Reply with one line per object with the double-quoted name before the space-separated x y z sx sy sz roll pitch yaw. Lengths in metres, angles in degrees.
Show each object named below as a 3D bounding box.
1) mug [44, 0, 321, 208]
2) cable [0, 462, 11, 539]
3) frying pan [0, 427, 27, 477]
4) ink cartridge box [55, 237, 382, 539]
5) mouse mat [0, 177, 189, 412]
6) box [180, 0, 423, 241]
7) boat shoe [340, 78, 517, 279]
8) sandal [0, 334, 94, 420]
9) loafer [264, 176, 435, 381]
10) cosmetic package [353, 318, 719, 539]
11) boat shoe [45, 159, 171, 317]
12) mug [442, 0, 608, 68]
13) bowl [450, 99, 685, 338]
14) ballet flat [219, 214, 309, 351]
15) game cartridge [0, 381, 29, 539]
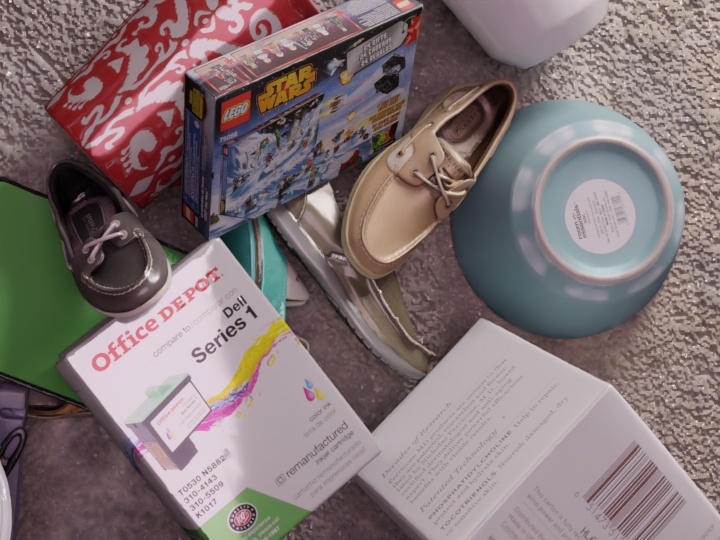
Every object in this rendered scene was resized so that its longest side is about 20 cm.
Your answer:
"mug" -0.120 -0.139 1.120 0.200 0.133 0.178 -44 93 -4
"cable" -0.335 0.185 1.006 0.199 0.069 0.201 -27 59 4
"frying pan" -0.294 0.217 1.089 0.190 0.031 0.115 -36 103 5
"ink cartridge box" -0.105 0.098 1.065 0.145 0.084 0.200 -39 95 -15
"mouse mat" -0.222 0.024 1.123 0.199 0.008 0.162 22 58 -6
"box" -0.044 -0.120 1.094 0.199 0.137 0.040 -29 56 -32
"boat shoe" 0.055 -0.079 1.142 0.071 0.064 0.201 43 63 -19
"sandal" -0.231 0.078 1.130 0.198 0.054 0.081 -5 89 -13
"loafer" 0.000 0.000 1.158 0.070 0.075 0.200 -38 93 -4
"cosmetic package" 0.126 0.168 1.089 0.166 0.200 0.167 -46 113 -7
"boat shoe" -0.192 -0.026 1.061 0.067 0.200 0.057 -37 121 -5
"mug" 0.137 -0.257 1.159 0.186 0.149 0.154 -34 101 -2
"bowl" 0.181 -0.046 1.173 0.199 0.105 0.202 0 87 -9
"ballet flat" -0.075 0.042 1.159 0.070 0.067 0.202 2 88 -33
"game cartridge" -0.324 0.178 1.107 0.129 0.038 0.202 7 100 -3
